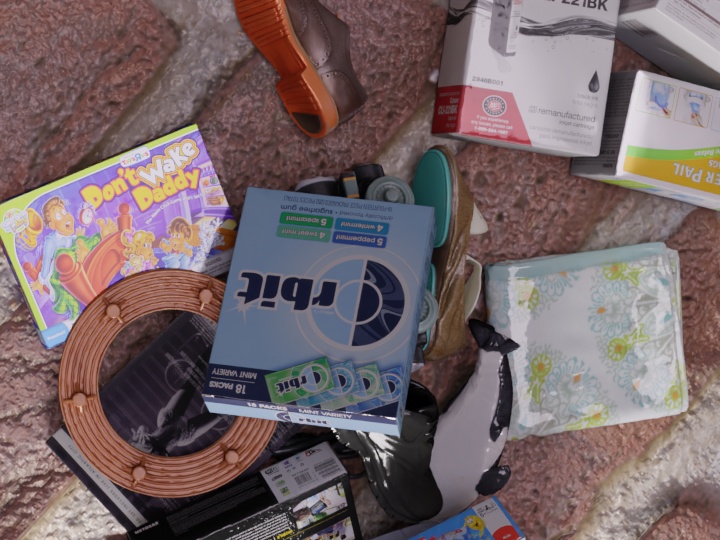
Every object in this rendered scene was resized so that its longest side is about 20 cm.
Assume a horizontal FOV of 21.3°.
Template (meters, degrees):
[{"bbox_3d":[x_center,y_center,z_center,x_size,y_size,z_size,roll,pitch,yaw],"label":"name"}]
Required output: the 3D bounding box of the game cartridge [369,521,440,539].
[{"bbox_3d":[-0.002,0.308,1.754,0.199,0.041,0.133,-23,140,-14],"label":"game cartridge"}]

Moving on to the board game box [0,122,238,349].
[{"bbox_3d":[-0.216,-0.032,1.706,0.199,0.045,0.135,-24,99,-13],"label":"board game box"}]

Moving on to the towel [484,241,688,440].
[{"bbox_3d":[0.218,0.066,1.834,0.199,0.048,0.172,-7,94,-15],"label":"towel"}]

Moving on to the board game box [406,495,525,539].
[{"bbox_3d":[0.061,0.325,1.743,0.195,0.056,0.201,-25,136,-14],"label":"board game box"}]

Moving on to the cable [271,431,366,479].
[{"bbox_3d":[-0.053,0.096,1.756,0.199,0.051,0.164,24,86,-15],"label":"cable"}]

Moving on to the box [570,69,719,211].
[{"bbox_3d":[0.319,-0.117,1.820,0.199,0.112,0.102,13,90,-17],"label":"box"}]

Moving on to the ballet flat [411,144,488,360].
[{"bbox_3d":[0.084,-0.016,1.788,0.072,0.068,0.201,1,93,-36],"label":"ballet flat"}]

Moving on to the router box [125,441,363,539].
[{"bbox_3d":[-0.097,0.257,1.718,0.199,0.051,0.150,-23,130,-14],"label":"router box"}]

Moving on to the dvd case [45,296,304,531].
[{"bbox_3d":[-0.160,0.140,1.711,0.200,0.016,0.149,-43,91,3],"label":"dvd case"}]

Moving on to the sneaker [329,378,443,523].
[{"bbox_3d":[0.037,0.150,1.702,0.090,0.076,0.200,-24,129,11],"label":"sneaker"}]

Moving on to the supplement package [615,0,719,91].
[{"bbox_3d":[0.350,-0.285,1.798,0.150,0.152,0.201,31,84,-14],"label":"supplement package"}]

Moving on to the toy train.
[{"bbox_3d":[0.000,0.000,1.730,0.113,0.085,0.201,-8,74,-13],"label":"toy train"}]

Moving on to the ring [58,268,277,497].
[{"bbox_3d":[-0.165,0.099,1.677,0.199,0.019,0.202,0,89,-8],"label":"ring"}]

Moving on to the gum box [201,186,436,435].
[{"bbox_3d":[-0.033,0.033,1.648,0.169,0.045,0.201,6,65,9],"label":"gum box"}]

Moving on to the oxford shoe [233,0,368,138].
[{"bbox_3d":[-0.057,-0.224,1.738,0.073,0.071,0.201,-33,108,-29],"label":"oxford shoe"}]

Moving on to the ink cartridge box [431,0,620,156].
[{"bbox_3d":[0.157,-0.215,1.782,0.144,0.084,0.201,7,90,-15],"label":"ink cartridge box"}]

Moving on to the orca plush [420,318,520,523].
[{"bbox_3d":[0.098,0.142,1.799,0.105,0.071,0.201,8,101,11],"label":"orca plush"}]
